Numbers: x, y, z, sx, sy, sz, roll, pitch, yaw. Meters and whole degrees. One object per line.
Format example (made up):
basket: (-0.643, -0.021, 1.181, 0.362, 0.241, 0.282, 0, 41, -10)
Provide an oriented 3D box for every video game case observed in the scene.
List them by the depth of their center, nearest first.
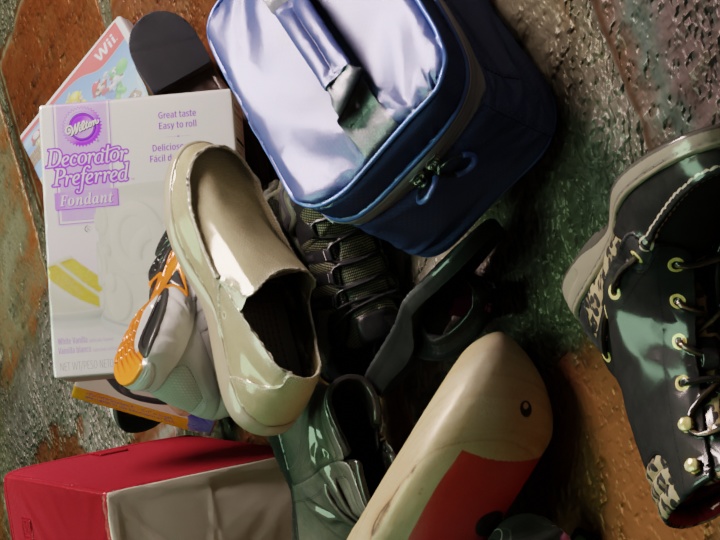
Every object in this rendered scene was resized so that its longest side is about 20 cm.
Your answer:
video game case: (-0.205, -0.101, 1.790, 0.143, 0.017, 0.200, -48, 44, 17)

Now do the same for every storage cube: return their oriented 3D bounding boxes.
storage cube: (-0.148, 0.226, 1.668, 0.180, 0.199, 0.172, 0, 97, 58)

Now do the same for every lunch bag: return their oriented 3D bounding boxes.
lunch bag: (0.007, -0.108, 1.245, 0.136, 0.132, 0.200, -47, 50, 20)

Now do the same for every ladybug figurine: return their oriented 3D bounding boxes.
ladybug figurine: (0.053, 0.129, 1.297, 0.072, 0.136, 0.200, 32, 120, 4)

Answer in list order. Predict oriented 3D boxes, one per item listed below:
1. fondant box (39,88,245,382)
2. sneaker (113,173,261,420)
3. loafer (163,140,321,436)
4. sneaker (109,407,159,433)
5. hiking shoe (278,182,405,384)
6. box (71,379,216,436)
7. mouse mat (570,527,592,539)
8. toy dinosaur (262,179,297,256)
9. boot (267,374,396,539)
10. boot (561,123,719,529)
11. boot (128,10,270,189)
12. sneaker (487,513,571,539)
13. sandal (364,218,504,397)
fondant box: (-0.154, -0.024, 1.581, 0.058, 0.144, 0.201, 50, -144, -82)
sneaker: (-0.095, 0.019, 1.467, 0.076, 0.092, 0.200, -35, 27, 47)
loafer: (-0.067, 0.003, 1.401, 0.068, 0.076, 0.201, -31, 73, 44)
sneaker: (-0.194, 0.025, 1.818, 0.121, 0.083, 0.201, 41, 126, 47)
hiking shoe: (0.000, 0.000, 1.435, 0.101, 0.076, 0.201, 43, 145, 41)
box: (-0.150, 0.050, 1.686, 0.200, 0.119, 0.042, 114, 170, -54)
mouse mat: (0.133, 0.267, 1.299, 0.161, 0.008, 0.200, 65, 150, 32)
toy dinosaur: (-0.056, -0.036, 1.550, 0.088, 0.047, 0.201, 104, 169, -71)
boot: (-0.002, 0.163, 1.430, 0.201, 0.068, 0.131, 69, 161, -8)
boot: (0.168, 0.029, 1.071, 0.200, 0.073, 0.151, 121, 136, -59)
boot: (-0.114, -0.097, 1.664, 0.097, 0.074, 0.201, 86, 162, -82)
sneaker: (0.078, 0.225, 1.304, 0.086, 0.080, 0.201, -129, 40, -51)
sandal: (0.056, 0.029, 1.331, 0.048, 0.075, 0.201, 43, 154, 9)
